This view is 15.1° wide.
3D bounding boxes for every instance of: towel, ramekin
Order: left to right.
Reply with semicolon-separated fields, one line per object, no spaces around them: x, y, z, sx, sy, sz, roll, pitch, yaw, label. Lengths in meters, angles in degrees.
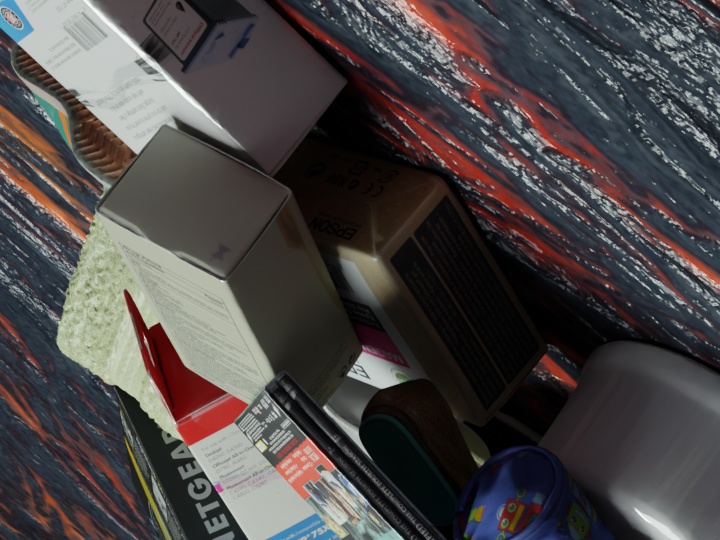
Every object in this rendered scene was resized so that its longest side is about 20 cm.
-0.137;0.009;1.902;0.148;0.036;0.200;34;121;21;towel
0.193;0.145;1.648;0.200;0.098;0.201;35;160;14;ramekin

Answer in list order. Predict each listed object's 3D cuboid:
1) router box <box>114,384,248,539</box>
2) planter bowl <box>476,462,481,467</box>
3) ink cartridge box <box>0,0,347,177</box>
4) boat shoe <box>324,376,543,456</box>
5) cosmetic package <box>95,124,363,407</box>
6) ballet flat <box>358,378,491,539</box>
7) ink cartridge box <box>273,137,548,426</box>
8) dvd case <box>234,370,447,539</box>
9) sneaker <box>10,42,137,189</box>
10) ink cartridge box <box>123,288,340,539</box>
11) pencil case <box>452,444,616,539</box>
-0.114;0.190;1.983;0.157;0.052;0.200;88;157;-59;router box
0.091;0.217;1.806;0.200;0.135;0.200;4;159;2;planter bowl
-0.125;-0.139;1.632;0.200;0.086;0.146;42;161;-12;ink cartridge box
0.051;0.103;1.824;0.199;0.074;0.065;19;162;-16;boat shoe
-0.075;0.007;1.639;0.105;0.071;0.200;29;161;24;cosmetic package
0.070;0.151;1.688;0.068;0.072;0.200;-22;104;44;ballet flat
0.000;0.000;1.724;0.200;0.075;0.165;18;149;46;ink cartridge box
0.006;0.148;1.624;0.200;0.022;0.146;48;166;2;dvd case
-0.158;-0.094;1.792;0.200;0.071;0.080;49;178;45;sneaker
-0.082;0.097;1.833;0.200;0.067;0.116;61;-177;-35;ink cartridge box
0.125;0.192;1.609;0.087;0.078;0.200;-8;132;35;pencil case
